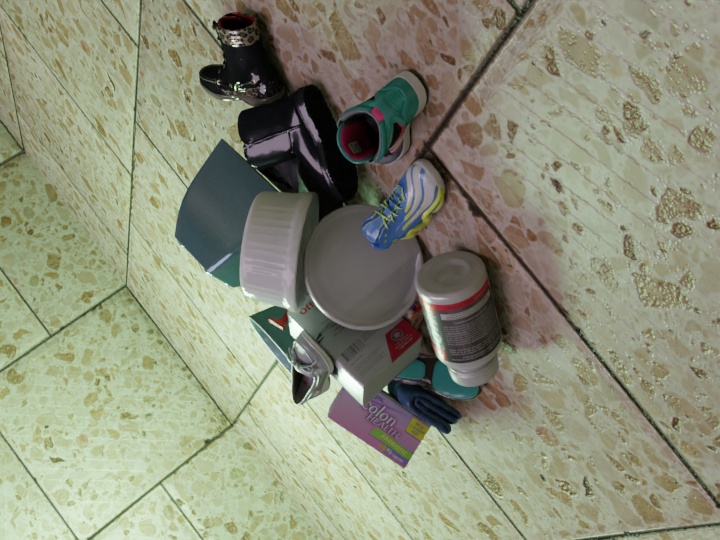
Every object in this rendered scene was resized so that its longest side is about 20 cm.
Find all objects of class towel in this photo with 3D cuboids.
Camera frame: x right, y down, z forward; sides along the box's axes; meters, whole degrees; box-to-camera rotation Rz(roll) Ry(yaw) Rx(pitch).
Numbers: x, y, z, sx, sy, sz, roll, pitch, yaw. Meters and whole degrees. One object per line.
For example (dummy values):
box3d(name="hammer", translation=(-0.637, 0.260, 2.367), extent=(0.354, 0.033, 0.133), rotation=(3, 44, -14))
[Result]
box3d(name="towel", translation=(0.114, 0.246, 1.738), extent=(0.111, 0.049, 0.200), rotation=(33, 177, -9))

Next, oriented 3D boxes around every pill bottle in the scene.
box3d(name="pill bottle", translation=(0.157, 0.080, 1.428), extent=(0.110, 0.110, 0.201), rotation=(27, 145, 46))

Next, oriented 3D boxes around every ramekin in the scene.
box3d(name="ramekin", translation=(-0.134, -0.037, 1.540), extent=(0.097, 0.202, 0.201), rotation=(9, 146, 5))
box3d(name="ramekin", translation=(0.000, 0.000, 1.525), extent=(0.203, 0.202, 0.094), rotation=(52, 168, 2))

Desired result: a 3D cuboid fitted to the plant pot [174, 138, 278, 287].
box3d(name="plant pot", translation=(-0.230, -0.085, 1.744), extent=(0.196, 0.200, 0.196), rotation=(43, 180, 22))

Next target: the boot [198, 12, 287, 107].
box3d(name="boot", translation=(-0.218, -0.365, 1.570), extent=(0.202, 0.073, 0.155), rotation=(23, 146, 38))

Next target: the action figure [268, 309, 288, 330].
box3d(name="action figure", translation=(-0.128, -0.005, 1.671), extent=(0.098, 0.201, 0.065), rotation=(31, 171, -3))

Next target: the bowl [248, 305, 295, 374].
box3d(name="bowl", translation=(-0.126, 0.138, 1.872), extent=(0.201, 0.105, 0.201), rotation=(46, 168, 13))

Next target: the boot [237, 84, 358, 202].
box3d(name="boot", translation=(-0.107, -0.192, 1.530), extent=(0.167, 0.076, 0.202), rotation=(-15, 105, 40))

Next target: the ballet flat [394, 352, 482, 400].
box3d(name="ballet flat", translation=(0.134, 0.183, 1.668), extent=(0.198, 0.072, 0.073), rotation=(14, 139, 26))

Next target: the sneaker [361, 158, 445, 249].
box3d(name="sneaker", translation=(0.061, -0.085, 1.391), extent=(0.076, 0.105, 0.200), rotation=(47, 156, 14))

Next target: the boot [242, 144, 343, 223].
box3d(name="boot", translation=(-0.124, -0.160, 1.688), extent=(0.199, 0.065, 0.166), rotation=(22, 140, 50))

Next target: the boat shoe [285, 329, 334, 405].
box3d(name="boat shoe", translation=(-0.092, 0.172, 1.596), extent=(0.074, 0.065, 0.203), rotation=(43, 157, 19))

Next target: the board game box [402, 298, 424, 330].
box3d(name="board game box", translation=(0.045, 0.060, 1.695), extent=(0.152, 0.046, 0.201), rotation=(47, 156, 16))

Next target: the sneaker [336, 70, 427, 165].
box3d(name="sneaker", translation=(0.019, -0.187, 1.309), extent=(0.084, 0.120, 0.200), rotation=(48, 156, 12))

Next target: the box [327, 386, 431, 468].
box3d(name="box", translation=(0.033, 0.285, 1.805), extent=(0.175, 0.097, 0.200), rotation=(33, 176, 1))

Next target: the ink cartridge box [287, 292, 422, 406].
box3d(name="ink cartridge box", translation=(-0.012, 0.111, 1.630), extent=(0.200, 0.145, 0.084), rotation=(42, 157, 22))
